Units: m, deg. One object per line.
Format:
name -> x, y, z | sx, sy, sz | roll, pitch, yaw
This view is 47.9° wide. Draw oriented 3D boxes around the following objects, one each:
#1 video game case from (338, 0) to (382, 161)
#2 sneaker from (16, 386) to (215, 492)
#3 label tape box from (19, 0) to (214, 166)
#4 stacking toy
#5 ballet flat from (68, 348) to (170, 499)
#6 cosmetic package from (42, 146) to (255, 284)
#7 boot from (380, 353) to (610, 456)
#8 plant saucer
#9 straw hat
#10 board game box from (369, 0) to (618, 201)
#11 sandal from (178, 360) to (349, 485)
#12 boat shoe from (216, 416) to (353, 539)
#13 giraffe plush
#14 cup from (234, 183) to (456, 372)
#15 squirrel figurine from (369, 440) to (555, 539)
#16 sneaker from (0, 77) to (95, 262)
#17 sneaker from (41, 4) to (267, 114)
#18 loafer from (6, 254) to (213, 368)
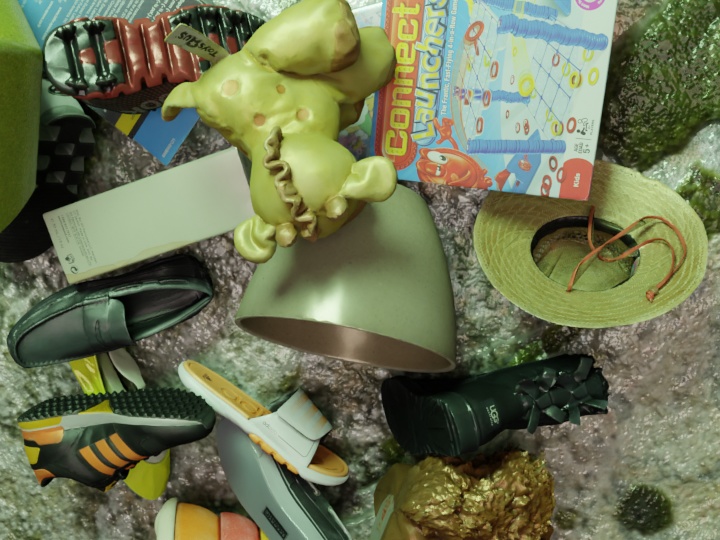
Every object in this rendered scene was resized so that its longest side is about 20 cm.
video game case -> 0.029, -0.178, 0.762 | 0.198, 0.018, 0.145 | -12, 100, 9
sneaker -> -0.230, 0.169, 0.787 | 0.198, 0.070, 0.091 | -3, 102, 10
label tape box -> -0.213, -0.218, 0.761 | 0.199, 0.063, 0.145 | 38, 105, -3
stacking toy -> -0.112, 0.308, 0.846 | 0.198, 0.146, 0.148 | -1, 103, -9
ballet flat -> -0.240, 0.144, 0.840 | 0.067, 0.067, 0.202 | -22, 97, 29
cosmetic package -> -0.182, -0.057, 0.772 | 0.198, 0.104, 0.074 | -16, 99, 12
boot -> 0.123, 0.120, 0.768 | 0.161, 0.198, 0.074 | -13, 90, -21
plant saucer -> -0.317, -0.164, 0.695 | 0.200, 0.047, 0.201 | 56, 140, 32
straw hat -> 0.203, -0.004, 0.740 | 0.199, 0.203, 0.085 | -1, 145, 8
board game box -> 0.113, -0.171, 0.704 | 0.194, 0.056, 0.202 | 7, 103, 12
sandal -> -0.088, 0.139, 0.815 | 0.206, 0.079, 0.059 | 35, 97, -3
boat shoe -> -0.073, 0.226, 0.835 | 0.199, 0.068, 0.074 | 46, 128, 23
giraffe plush -> -0.044, -0.097, 0.626 | 0.172, 0.199, 0.163 | -39, 69, 38
cup -> 0.000, 0.000, 0.733 | 0.198, 0.200, 0.145 | 11, 76, 5
squirrel figurine -> 0.112, 0.257, 0.772 | 0.185, 0.142, 0.201 | 23, 129, -5
sneaker -> -0.323, -0.098, 0.803 | 0.089, 0.074, 0.201 | 52, 121, 29
sneaker -> -0.165, -0.179, 0.697 | 0.198, 0.098, 0.072 | -9, 90, -15
loafer -> -0.237, 0.043, 0.778 | 0.199, 0.070, 0.069 | -23, 123, -16
